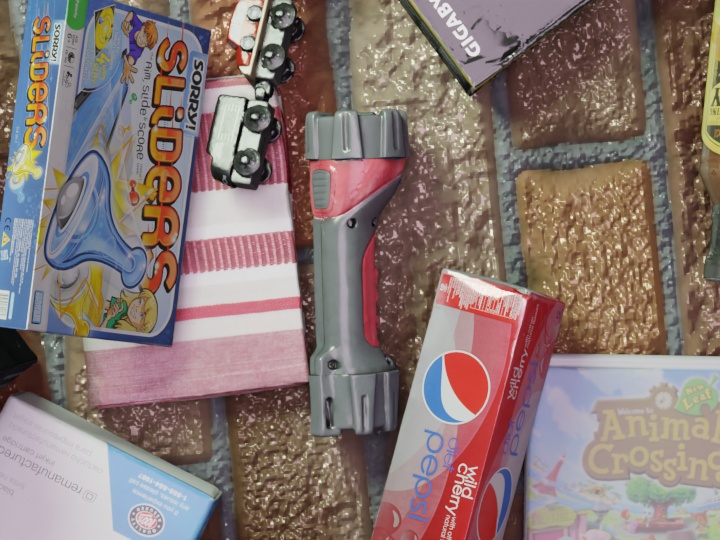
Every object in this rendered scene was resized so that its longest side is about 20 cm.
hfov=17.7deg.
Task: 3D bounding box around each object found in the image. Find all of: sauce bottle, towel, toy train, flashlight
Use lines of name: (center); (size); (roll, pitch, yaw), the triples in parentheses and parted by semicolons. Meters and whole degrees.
sauce bottle: (0.247, -0.092, 1.454); (0.064, 0.065, 0.202); (5, 89, -1)
towel: (-0.111, -0.019, 1.467); (0.143, 0.023, 0.202); (-6, 88, 1)
toy train: (-0.061, -0.149, 1.450); (0.045, 0.034, 0.202); (9, 78, 18)
flashlight: (0.000, 0.000, 1.450); (0.067, 0.068, 0.202); (-2, 93, 8)

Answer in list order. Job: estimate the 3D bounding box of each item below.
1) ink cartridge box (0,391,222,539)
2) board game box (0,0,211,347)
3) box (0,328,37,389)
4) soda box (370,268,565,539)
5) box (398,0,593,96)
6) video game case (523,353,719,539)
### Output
ink cartridge box: (-0.194, 0.196, 1.429); (0.144, 0.084, 0.201); (26, 89, -1)
board game box: (-0.156, -0.059, 1.395); (0.034, 0.135, 0.202); (5, 88, 35)
box: (-0.302, 0.072, 1.372); (0.182, 0.200, 0.104); (-37, 91, -1)
soda box: (0.065, 0.105, 1.436); (0.063, 0.070, 0.202); (15, 90, 26)
box: (0.075, -0.238, 1.461); (0.159, 0.049, 0.201); (-36, 90, -4)
video game case: (0.203, 0.146, 1.470); (0.198, 0.022, 0.184); (1, 89, -1)
